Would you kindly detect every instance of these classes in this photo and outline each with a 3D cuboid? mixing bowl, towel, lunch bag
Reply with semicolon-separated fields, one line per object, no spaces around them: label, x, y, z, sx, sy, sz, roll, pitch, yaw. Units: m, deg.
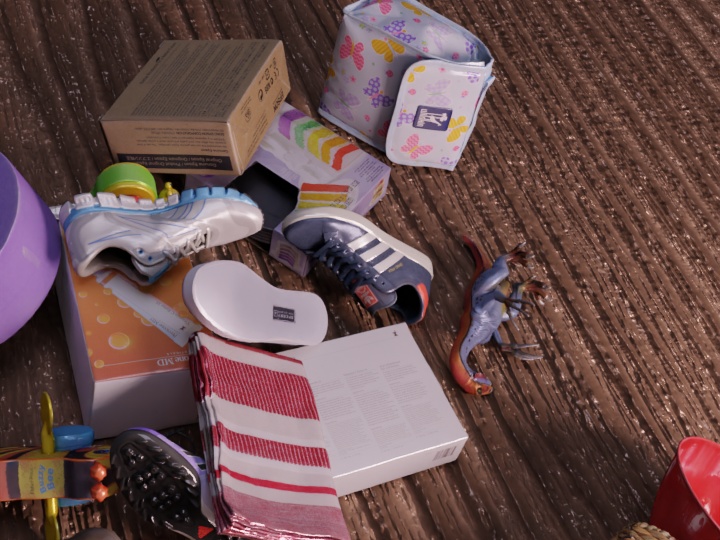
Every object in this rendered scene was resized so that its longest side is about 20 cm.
mixing bowl;0.349;0.270;1.014;0.198;0.109;0.201;30;25;-15
towel;-0.082;0.151;0.954;0.143;0.023;0.202;21;39;-40
lunch bag;0.061;-0.238;1.352;0.198;0.171;0.127;31;46;11

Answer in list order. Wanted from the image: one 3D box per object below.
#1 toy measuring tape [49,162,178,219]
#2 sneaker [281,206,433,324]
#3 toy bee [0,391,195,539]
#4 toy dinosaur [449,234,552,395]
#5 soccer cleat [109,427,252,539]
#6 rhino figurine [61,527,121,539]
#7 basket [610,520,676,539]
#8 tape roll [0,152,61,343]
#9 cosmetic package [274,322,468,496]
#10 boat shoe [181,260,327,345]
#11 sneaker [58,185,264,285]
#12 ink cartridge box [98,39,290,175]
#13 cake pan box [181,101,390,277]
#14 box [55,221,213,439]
toy measuring tape;-0.297;-0.085;1.170;0.197;0.074;0.074;-2;50;-20
sneaker;0.000;0.000;1.158;0.198;0.075;0.086;22;55;-28
toy bee;-0.250;0.167;0.920;0.198;0.109;0.133;-25;96;-9
toy dinosaur;0.143;0.060;1.206;0.181;0.106;0.199;-38;30;-25
soccer cleat;-0.141;0.195;0.926;0.200;0.068;0.074;46;21;-26
rhino figurine;-0.187;0.296;0.873;0.200;0.060;0.087;43;54;9
basket;0.255;0.342;0.917;0.148;0.144;0.200;-26;61;-35
tape roll;-0.394;-0.019;1.012;0.196;0.085;0.203;-8;58;13
cosmetic package;-0.012;0.143;1.071;0.197;0.052;0.152;-11;56;-26
boat shoe;-0.113;0.041;1.032;0.199;0.064;0.075;27;64;-52
sneaker;-0.188;-0.026;1.027;0.196;0.075;0.088;-6;58;-14
ink cartridge box;-0.190;-0.197;1.256;0.162;0.076;0.201;3;39;17
cake pan box;-0.088;-0.103;1.268;0.183;0.053;0.200;32;49;15
box;-0.226;0.050;1.053;0.122;0.098;0.202;-6;52;-24
